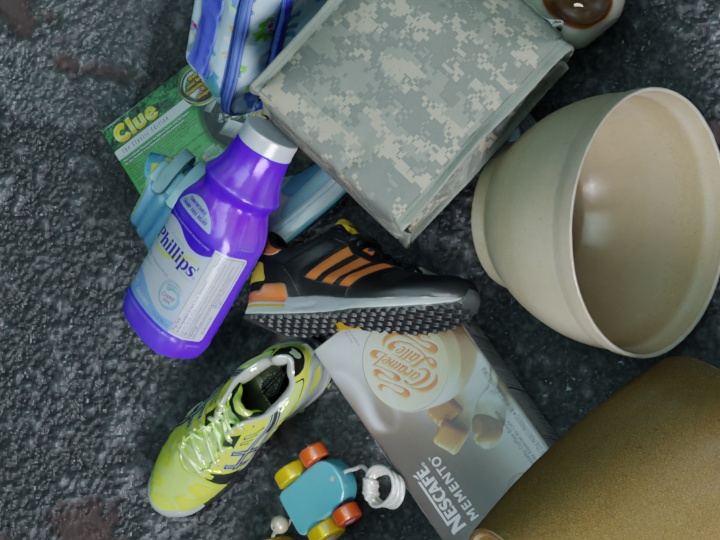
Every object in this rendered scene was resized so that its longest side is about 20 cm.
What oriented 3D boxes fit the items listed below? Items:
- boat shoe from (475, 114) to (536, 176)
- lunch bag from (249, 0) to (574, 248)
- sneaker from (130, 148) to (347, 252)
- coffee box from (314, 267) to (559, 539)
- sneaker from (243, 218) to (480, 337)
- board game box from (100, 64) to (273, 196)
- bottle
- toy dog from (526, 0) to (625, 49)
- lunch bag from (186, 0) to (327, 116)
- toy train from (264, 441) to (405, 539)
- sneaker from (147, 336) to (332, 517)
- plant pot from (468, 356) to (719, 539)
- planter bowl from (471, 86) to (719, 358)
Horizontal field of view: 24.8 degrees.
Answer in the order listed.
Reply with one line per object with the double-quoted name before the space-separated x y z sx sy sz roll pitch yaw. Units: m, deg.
"boat shoe" 0.048 -0.119 1.339 0.200 0.072 0.070 10 93 3
"lunch bag" 0.042 -0.148 1.235 0.164 0.118 0.200 42 88 8
"sneaker" -0.108 -0.068 1.380 0.200 0.080 0.131 -34 92 10
"coffee box" 0.070 0.113 1.311 0.114 0.080 0.200 -37 72 10
"sneaker" 0.000 0.000 1.277 0.199 0.070 0.091 -4 71 28
"board game box" -0.124 -0.139 1.439 0.200 0.023 0.105 -35 76 9
"bottle" -0.117 -0.027 1.311 0.084 0.065 0.201 48 115 37
"toy dog" 0.134 -0.267 1.300 0.193 0.140 0.201 -28 88 6
"lunch bag" -0.058 -0.217 1.310 0.160 0.200 0.083 -28 71 -26
"toy train" -0.017 0.241 1.323 0.150 0.056 0.201 17 98 32
"sneaker" -0.112 0.126 1.370 0.075 0.076 0.200 45 98 16
"plant pot" 0.183 0.186 1.167 0.199 0.187 0.187 -24 72 -25
"planter bowl" 0.171 -0.040 1.258 0.134 0.200 0.201 7 84 45
